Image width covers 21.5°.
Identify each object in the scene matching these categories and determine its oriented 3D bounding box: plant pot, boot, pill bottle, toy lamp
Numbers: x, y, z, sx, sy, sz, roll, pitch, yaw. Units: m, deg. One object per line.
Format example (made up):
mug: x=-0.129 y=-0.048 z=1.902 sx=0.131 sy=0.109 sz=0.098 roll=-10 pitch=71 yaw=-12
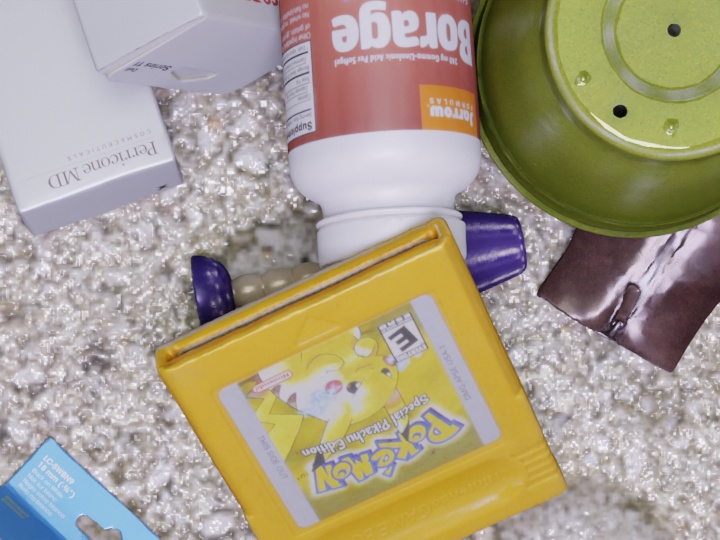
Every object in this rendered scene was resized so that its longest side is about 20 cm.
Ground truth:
plant pot: x=0.158 y=-0.120 z=1.031 sx=0.199 sy=0.193 sz=0.201 roll=0 pitch=90 yaw=3
boot: x=0.226 y=-0.012 z=1.160 sx=0.199 sy=0.072 sz=0.167 roll=26 pitch=92 yaw=1
pill bottle: x=0.012 y=-0.103 z=1.085 sx=0.112 sy=0.112 sz=0.201 roll=-4 pitch=83 yaw=-3
toy lamp: x=0.000 y=0.000 z=1.145 sx=0.199 sy=0.058 sz=0.058 roll=-8 pitch=80 yaw=-1

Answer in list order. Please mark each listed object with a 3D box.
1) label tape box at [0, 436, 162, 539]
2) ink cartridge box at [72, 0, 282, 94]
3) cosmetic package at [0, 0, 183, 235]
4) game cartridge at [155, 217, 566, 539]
label tape box: x=-0.201 y=0.213 z=1.094 sx=0.144 sy=0.063 sz=0.200 roll=41 pitch=81 yaw=5
ink cartridge box: x=-0.115 y=-0.215 z=1.127 sx=0.083 sy=0.146 sz=0.201 roll=-23 pitch=81 yaw=27
cosmetic package: x=-0.187 y=-0.135 z=1.155 sx=0.101 sy=0.071 sz=0.201 roll=-20 pitch=81 yaw=-6
game cartridge: x=0.005 y=0.086 z=1.069 sx=0.176 sy=0.032 sz=0.200 roll=-25 pitch=122 yaw=4
